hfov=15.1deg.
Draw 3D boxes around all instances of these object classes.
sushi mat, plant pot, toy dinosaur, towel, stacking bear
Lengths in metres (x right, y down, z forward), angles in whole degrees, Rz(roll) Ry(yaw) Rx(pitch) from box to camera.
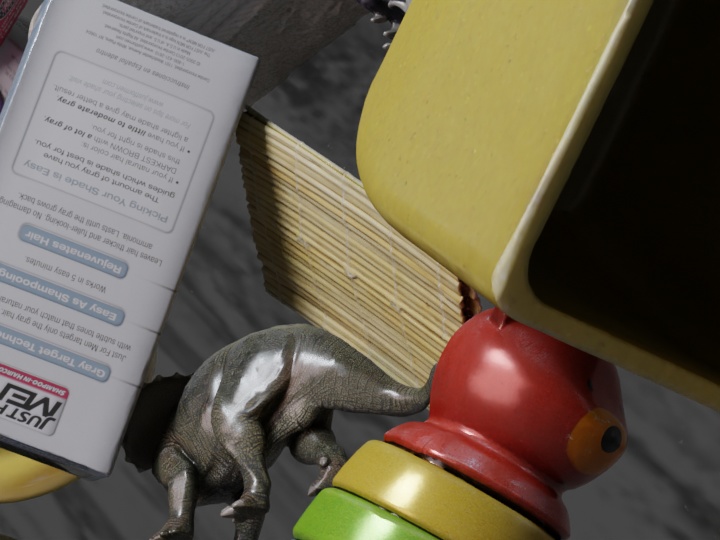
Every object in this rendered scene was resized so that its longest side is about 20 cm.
[{"bbox_3d":[0.000,0.000,1.187,0.200,0.012,0.096,35,141,53],"label":"sushi mat"},{"bbox_3d":[0.110,-0.067,0.996,0.200,0.194,0.196,28,93,58],"label":"plant pot"},{"bbox_3d":[-0.048,0.066,1.186,0.200,0.077,0.102,-40,49,43],"label":"toy dinosaur"},{"bbox_3d":[-0.045,-0.144,1.269,0.200,0.133,0.034,-38,51,33],"label":"towel"},{"bbox_3d":[0.035,0.106,1.059,0.114,0.121,0.200,22,78,46],"label":"stacking bear"}]

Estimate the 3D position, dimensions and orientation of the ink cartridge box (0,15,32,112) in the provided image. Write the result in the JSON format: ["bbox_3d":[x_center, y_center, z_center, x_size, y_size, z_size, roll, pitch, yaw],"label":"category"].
[{"bbox_3d":[-0.203,-0.024,1.474,0.163,0.057,0.200,43,114,52],"label":"ink cartridge box"}]

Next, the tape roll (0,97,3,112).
[{"bbox_3d":[-0.279,-0.034,1.468,0.200,0.085,0.200,-26,55,45],"label":"tape roll"}]

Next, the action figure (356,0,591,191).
[{"bbox_3d":[0.050,-0.118,1.167,0.119,0.102,0.200,-20,71,46],"label":"action figure"}]

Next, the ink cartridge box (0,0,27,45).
[{"bbox_3d":[-0.208,-0.207,1.382,0.084,0.200,0.145,28,82,11],"label":"ink cartridge box"}]

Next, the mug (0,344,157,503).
[{"bbox_3d":[-0.194,0.038,1.317,0.187,0.149,0.153,-35,9,-5],"label":"mug"}]

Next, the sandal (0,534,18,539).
[{"bbox_3d":[-0.134,0.152,1.254,0.201,0.080,0.057,31,94,54],"label":"sandal"}]

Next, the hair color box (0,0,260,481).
[{"bbox_3d":[-0.127,-0.017,1.211,0.061,0.099,0.200,153,137,-74],"label":"hair color box"}]
